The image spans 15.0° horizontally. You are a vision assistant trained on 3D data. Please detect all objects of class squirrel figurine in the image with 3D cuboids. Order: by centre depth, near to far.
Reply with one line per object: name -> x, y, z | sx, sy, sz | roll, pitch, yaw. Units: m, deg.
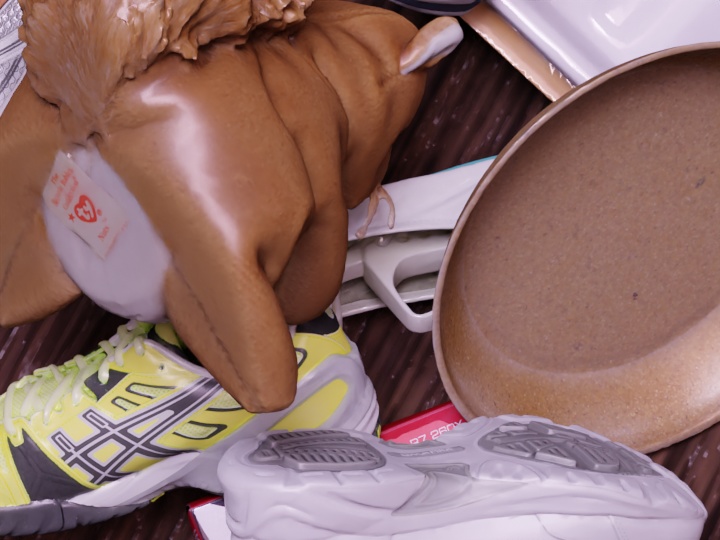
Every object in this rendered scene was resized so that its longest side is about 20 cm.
squirrel figurine -> -0.043, -0.075, 1.022 | 0.187, 0.141, 0.200 | -35, 125, -44

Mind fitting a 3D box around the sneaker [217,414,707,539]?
sneaker -> 0.037, 0.112, 1.070 | 0.200, 0.078, 0.100 | 1, 107, -15

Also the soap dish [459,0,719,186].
soap dish -> 0.098, -0.153, 1.160 | 0.200, 0.081, 0.157 | 43, 80, 5

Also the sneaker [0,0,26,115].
sneaker -> -0.136, -0.093, 1.094 | 0.082, 0.078, 0.200 | 23, 72, 10

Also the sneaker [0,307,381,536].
sneaker -> -0.095, 0.051, 1.095 | 0.200, 0.075, 0.076 | -12, 120, 0

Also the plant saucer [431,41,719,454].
plant saucer -> 0.113, -0.012, 1.107 | 0.200, 0.200, 0.035 | -27, 41, -8

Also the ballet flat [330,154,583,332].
ballet flat -> 0.000, 0.000, 1.128 | 0.200, 0.069, 0.070 | -13, 81, -9

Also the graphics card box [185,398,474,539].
graphics card box -> 0.022, 0.165, 1.112 | 0.125, 0.051, 0.200 | -21, 83, -8

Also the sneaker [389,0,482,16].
sneaker -> 0.046, -0.208, 1.059 | 0.079, 0.130, 0.199 | 18, 79, -1
